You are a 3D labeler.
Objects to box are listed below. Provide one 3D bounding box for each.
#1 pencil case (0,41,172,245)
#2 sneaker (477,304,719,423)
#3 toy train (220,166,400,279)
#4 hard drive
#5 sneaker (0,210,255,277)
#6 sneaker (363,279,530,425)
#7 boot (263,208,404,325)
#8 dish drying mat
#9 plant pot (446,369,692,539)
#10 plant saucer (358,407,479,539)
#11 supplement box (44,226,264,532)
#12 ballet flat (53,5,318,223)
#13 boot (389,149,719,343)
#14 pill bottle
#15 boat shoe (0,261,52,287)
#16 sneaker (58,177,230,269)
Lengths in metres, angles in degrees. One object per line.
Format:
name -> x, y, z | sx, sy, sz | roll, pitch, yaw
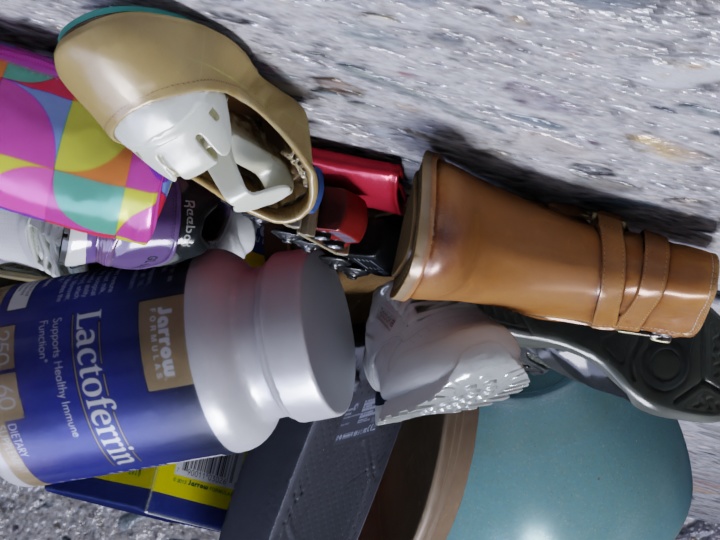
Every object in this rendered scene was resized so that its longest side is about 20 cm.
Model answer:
pencil case -> -0.178, -0.076, 1.226 | 0.200, 0.088, 0.088 | 12, 173, -4
sneaker -> 0.128, 0.034, 1.497 | 0.199, 0.076, 0.114 | 18, 174, -8
toy train -> -0.019, -0.027, 1.319 | 0.046, 0.034, 0.200 | 7, 171, 22
hard drive -> -0.028, 0.123, 1.540 | 0.042, 0.200, 0.135 | 26, -164, 23
sneaker -> -0.164, -0.022, 1.527 | 0.200, 0.070, 0.080 | 3, -151, 35
sneaker -> 0.036, 0.038, 1.357 | 0.076, 0.081, 0.200 | -7, 176, -13
boot -> 0.000, 0.000, 1.510 | 0.075, 0.074, 0.200 | 3, 168, 11
dish drying mat -> -0.074, -0.065, 1.342 | 0.200, 0.018, 0.077 | 14, 173, 6
plant pot -> 0.114, 0.100, 1.676 | 0.200, 0.200, 0.135 | 11, 136, 23
plant saucer -> 0.032, 0.107, 1.610 | 0.029, 0.200, 0.200 | 12, 173, -16
supplement box -> -0.103, 0.059, 1.604 | 0.109, 0.200, 0.109 | 19, 171, -41
ballet flat -> -0.067, -0.065, 1.135 | 0.069, 0.063, 0.200 | -26, 161, 18
boot -> 0.099, 0.000, 1.264 | 0.155, 0.077, 0.200 | 14, 175, 9
pill bottle -> -0.110, 0.050, 1.418 | 0.200, 0.116, 0.116 | -11, 165, 16
boat shoe -> -0.180, 0.042, 1.558 | 0.063, 0.073, 0.200 | 12, -174, -39
sneaker -> -0.117, -0.029, 1.396 | 0.087, 0.076, 0.200 | 6, -172, -5
